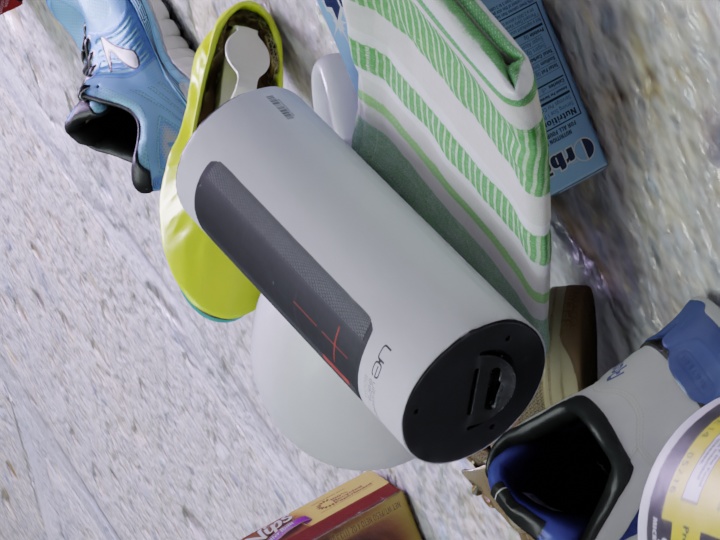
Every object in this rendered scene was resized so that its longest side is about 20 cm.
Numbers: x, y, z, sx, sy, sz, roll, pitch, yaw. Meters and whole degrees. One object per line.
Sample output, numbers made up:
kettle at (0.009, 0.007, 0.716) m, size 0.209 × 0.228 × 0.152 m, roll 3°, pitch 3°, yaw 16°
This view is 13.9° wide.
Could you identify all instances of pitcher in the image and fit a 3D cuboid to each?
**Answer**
pitcher at (0.000, 0.000, 1.536) m, size 0.200 × 0.121 × 0.172 m, roll 94°, pitch 167°, yaw -59°

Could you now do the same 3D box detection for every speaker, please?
speaker at (-0.001, 0.000, 1.362) m, size 0.200 × 0.081 × 0.081 m, roll 46°, pitch 157°, yaw 38°

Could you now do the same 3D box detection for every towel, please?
towel at (0.035, -0.067, 1.307) m, size 0.153 × 0.023 × 0.200 m, roll 51°, pitch 161°, yaw 30°

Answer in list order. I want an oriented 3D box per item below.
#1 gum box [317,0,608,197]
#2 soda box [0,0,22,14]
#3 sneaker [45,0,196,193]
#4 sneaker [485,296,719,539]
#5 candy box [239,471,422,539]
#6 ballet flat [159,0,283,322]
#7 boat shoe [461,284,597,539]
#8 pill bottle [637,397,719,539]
gum box at (0.025, -0.134, 1.351) m, size 0.200 × 0.044 × 0.170 m, roll 67°, pitch 162°, yaw -14°
soda box at (-0.273, -0.232, 2.061) m, size 0.064 × 0.070 × 0.200 m, roll 59°, pitch 163°, yaw 9°
sneaker at (-0.151, -0.122, 1.826) m, size 0.200 × 0.090 × 0.079 m, roll 51°, pitch 160°, yaw 38°
sneaker at (0.108, 0.091, 1.326) m, size 0.081 × 0.115 × 0.200 m, roll 57°, pitch 163°, yaw 22°
candy box at (0.002, 0.244, 1.892) m, size 0.056 × 0.116 × 0.200 m, roll 29°, pitch 144°, yaw 62°
ballet flat at (-0.070, -0.067, 1.604) m, size 0.067 × 0.067 × 0.200 m, roll 115°, pitch 163°, yaw -48°
boat shoe at (0.083, 0.085, 1.442) m, size 0.071 × 0.064 × 0.200 m, roll -76°, pitch -15°, yaw -50°
pill bottle at (0.194, 0.108, 1.097) m, size 0.115 × 0.114 × 0.200 m, roll 66°, pitch 163°, yaw -12°
